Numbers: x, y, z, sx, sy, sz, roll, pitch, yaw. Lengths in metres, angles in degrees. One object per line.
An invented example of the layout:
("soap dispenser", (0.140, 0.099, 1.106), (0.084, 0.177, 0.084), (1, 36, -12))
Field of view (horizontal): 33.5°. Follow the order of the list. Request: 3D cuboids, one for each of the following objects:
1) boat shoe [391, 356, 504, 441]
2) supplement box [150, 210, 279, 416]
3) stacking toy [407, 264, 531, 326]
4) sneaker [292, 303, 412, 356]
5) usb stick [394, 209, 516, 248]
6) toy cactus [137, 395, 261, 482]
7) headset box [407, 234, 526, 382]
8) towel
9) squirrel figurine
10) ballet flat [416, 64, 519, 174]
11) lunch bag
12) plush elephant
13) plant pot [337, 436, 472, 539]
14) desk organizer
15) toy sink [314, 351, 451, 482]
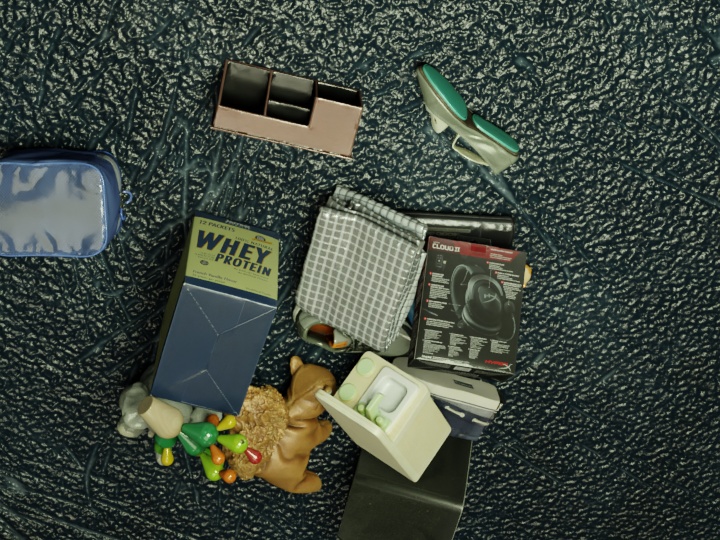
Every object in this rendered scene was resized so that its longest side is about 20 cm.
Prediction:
("boat shoe", (0.126, 0.210, 1.902), (0.198, 0.075, 0.093), (20, 113, -14))
("supplement box", (-0.208, 0.060, 1.724), (0.133, 0.201, 0.202), (15, 120, -12))
("stacking toy", (0.172, 0.049, 1.804), (0.199, 0.110, 0.117), (-29, 116, 2))
("sneaker", (-0.008, 0.101, 1.830), (0.198, 0.080, 0.075), (12, 119, -10))
("usb stick", (0.132, -0.061, 1.765), (0.197, 0.033, 0.056), (3, 129, -4))
("toy cactus", (-0.242, 0.226, 1.690), (0.199, 0.103, 0.165), (5, 148, 49))
("headset box", (0.154, 0.047, 1.719), (0.147, 0.203, 0.077), (8, 165, -5))
("towel", (0.000, 0.000, 1.724), (0.164, 0.085, 0.202), (26, 122, 18))
("squirrel figurine", (-0.118, 0.231, 1.847), (0.199, 0.142, 0.188), (8, 120, -49))
("ballet flat", (0.136, -0.202, 1.660), (0.199, 0.068, 0.064), (37, 120, -22))
("lunch bag", (-0.418, -0.099, 1.663), (0.197, 0.132, 0.138), (2, 106, -2))
("plush elephant", (-0.296, 0.219, 1.843), (0.163, 0.155, 0.202), (8, 121, -7))
("plant pot", (0.067, 0.369, 1.940), (0.175, 0.200, 0.202), (15, 120, 2))
("desk organizer", (-0.099, -0.221, 1.635), (0.197, 0.072, 0.078), (12, 118, -9))
("toy sink", (0.038, 0.210, 1.803), (0.112, 0.130, 0.200), (-53, 146, -13))
